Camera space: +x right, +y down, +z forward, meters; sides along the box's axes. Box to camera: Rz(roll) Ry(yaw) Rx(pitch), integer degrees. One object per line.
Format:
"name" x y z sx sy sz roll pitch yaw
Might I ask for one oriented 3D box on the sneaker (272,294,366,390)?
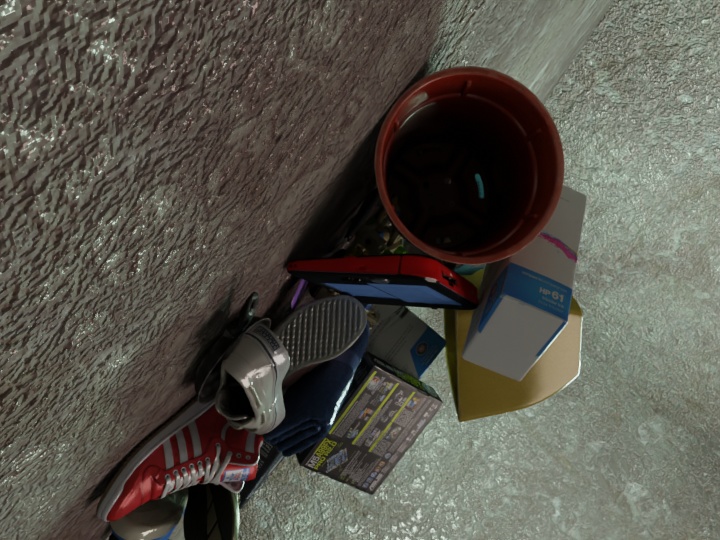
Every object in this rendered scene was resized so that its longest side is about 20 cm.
"sneaker" -0.083 0.099 0.851 0.199 0.076 0.105 -35 179 -5

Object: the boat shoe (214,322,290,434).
"boat shoe" -0.117 0.130 0.683 0.066 0.072 0.201 -40 166 -31

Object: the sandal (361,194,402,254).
"sandal" 0.031 -0.033 1.040 0.212 0.069 0.078 -49 173 -24

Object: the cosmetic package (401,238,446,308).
"cosmetic package" 0.106 -0.055 1.053 0.102 0.070 0.204 110 -11 -68

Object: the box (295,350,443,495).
"box" 0.014 0.246 1.050 0.201 0.159 0.044 -54 -150 9

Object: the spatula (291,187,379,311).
"spatula" -0.031 -0.032 0.844 0.201 0.020 0.057 -51 171 -18

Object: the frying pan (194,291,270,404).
"frying pan" -0.139 0.082 0.677 0.115 0.031 0.190 -51 169 -13

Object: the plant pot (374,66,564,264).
"plant pot" 0.107 -0.104 0.772 0.202 0.200 0.195 -51 -179 -4

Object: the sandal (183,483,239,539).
"sandal" -0.179 0.277 0.830 0.080 0.057 0.202 -40 -144 9

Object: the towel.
"towel" -0.048 0.147 0.871 0.111 0.049 0.201 -33 -162 35

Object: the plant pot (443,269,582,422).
"plant pot" 0.236 0.095 1.044 0.196 0.196 0.198 -91 176 -66

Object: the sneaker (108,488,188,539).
"sneaker" -0.274 0.329 0.827 0.113 0.076 0.200 -61 180 -3

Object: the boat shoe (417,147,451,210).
"boat shoe" 0.104 -0.142 0.932 0.071 0.069 0.203 -124 -138 -54

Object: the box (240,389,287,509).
"box" -0.140 0.216 0.987 0.201 0.117 0.197 -56 172 36

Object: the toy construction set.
"toy construction set" 0.000 0.000 0.941 0.131 0.091 0.203 -33 149 -52

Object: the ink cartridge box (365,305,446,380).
"ink cartridge box" 0.021 0.110 1.109 0.147 0.199 0.086 -50 -172 -2

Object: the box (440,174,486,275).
"box" 0.149 -0.101 0.973 0.048 0.204 0.082 -1 165 -24

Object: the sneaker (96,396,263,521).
"sneaker" -0.186 0.224 0.736 0.200 0.112 0.072 -43 169 -50

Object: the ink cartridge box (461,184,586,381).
"ink cartridge box" 0.201 0.006 0.811 0.145 0.083 0.202 107 3 -54

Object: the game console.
"game console" 0.034 0.019 0.774 0.199 0.174 0.032 27 64 -60
